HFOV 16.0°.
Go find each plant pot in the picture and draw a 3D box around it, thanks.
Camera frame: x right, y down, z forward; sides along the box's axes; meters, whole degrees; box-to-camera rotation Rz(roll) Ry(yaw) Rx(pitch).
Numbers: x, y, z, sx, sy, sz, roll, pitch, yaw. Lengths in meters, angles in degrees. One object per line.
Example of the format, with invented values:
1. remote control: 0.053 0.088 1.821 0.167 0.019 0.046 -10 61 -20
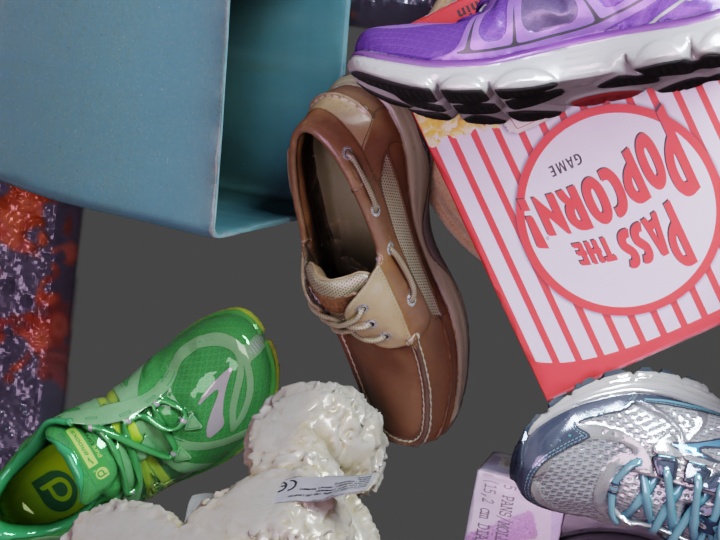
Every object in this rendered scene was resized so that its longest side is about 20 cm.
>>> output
1. plant pot: -0.127 -0.105 1.329 0.199 0.141 0.142 8 100 23

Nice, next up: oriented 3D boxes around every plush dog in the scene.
1. plush dog: -0.035 0.182 1.302 0.199 0.160 0.172 -33 124 -10

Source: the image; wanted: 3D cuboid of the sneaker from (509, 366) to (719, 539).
1. sneaker: 0.173 0.104 1.255 0.199 0.087 0.078 2 126 -15

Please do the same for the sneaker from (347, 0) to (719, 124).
1. sneaker: 0.092 -0.119 1.211 0.199 0.081 0.084 -9 79 10

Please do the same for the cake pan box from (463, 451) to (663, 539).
1. cake pan box: 0.136 0.205 1.346 0.183 0.052 0.201 13 101 11

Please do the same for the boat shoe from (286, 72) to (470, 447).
1. boat shoe: 0.000 0.000 1.320 0.075 0.074 0.201 4 115 39

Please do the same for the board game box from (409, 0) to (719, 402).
1. board game box: 0.120 -0.058 1.263 0.151 0.046 0.201 -26 91 18

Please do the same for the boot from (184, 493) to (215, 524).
1. boot: -0.045 0.216 1.394 0.090 0.073 0.201 -2 105 9

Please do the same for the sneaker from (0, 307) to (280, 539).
1. sneaker: -0.125 0.095 1.384 0.200 0.084 0.074 -37 87 16

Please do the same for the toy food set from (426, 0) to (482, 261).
1. toy food set: 0.113 -0.085 1.311 0.197 0.049 0.201 -19 93 17
